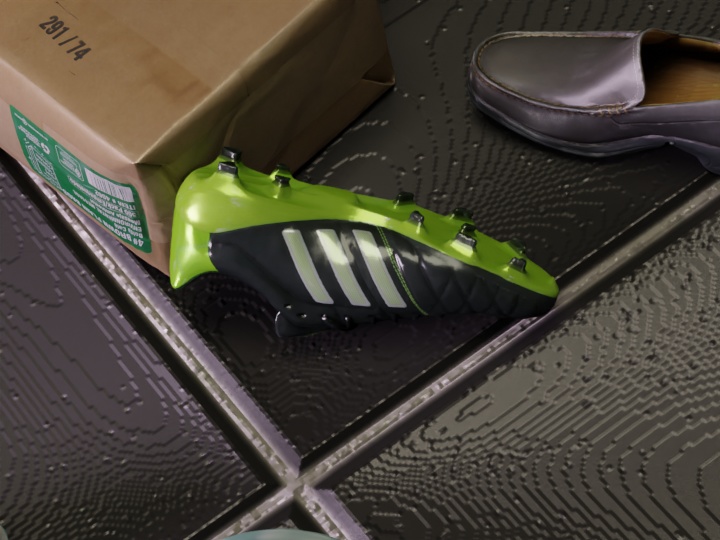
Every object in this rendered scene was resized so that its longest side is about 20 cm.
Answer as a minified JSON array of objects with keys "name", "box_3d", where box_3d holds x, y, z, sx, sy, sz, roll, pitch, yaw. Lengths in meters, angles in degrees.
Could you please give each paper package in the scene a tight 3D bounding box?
[{"name":"paper package","box_3d":[-0.113,-0.128,1.235,0.200,0.104,0.191,36,68,29]}]

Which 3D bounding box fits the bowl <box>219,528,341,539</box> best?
[{"name":"bowl","box_3d":[-0.035,0.193,0.988,0.199,0.105,0.202,-5,53,6]}]

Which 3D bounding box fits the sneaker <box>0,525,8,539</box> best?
[{"name":"sneaker","box_3d":[-0.272,0.145,1.082,0.199,0.081,0.077,-21,55,-3]}]

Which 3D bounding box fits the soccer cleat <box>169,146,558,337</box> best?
[{"name":"soccer cleat","box_3d":[0.000,0.000,1.150,0.199,0.082,0.068,16,17,1]}]

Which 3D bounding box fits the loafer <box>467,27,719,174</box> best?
[{"name":"loafer","box_3d":[0.150,-0.102,1.184,0.199,0.072,0.073,9,58,18]}]
